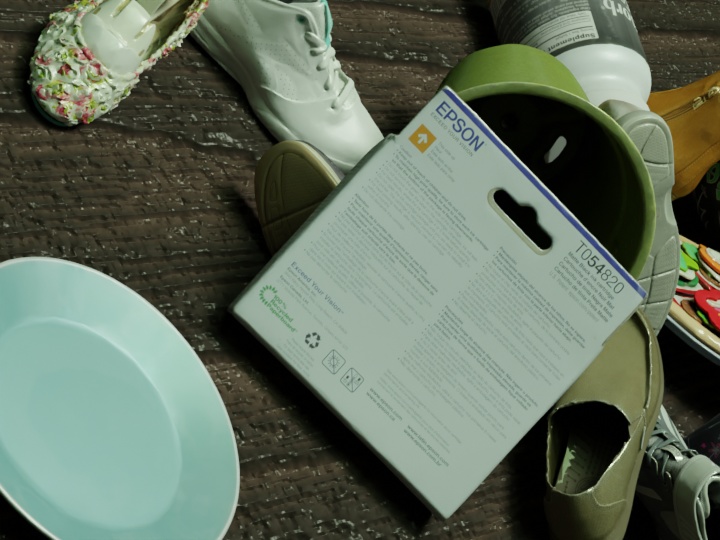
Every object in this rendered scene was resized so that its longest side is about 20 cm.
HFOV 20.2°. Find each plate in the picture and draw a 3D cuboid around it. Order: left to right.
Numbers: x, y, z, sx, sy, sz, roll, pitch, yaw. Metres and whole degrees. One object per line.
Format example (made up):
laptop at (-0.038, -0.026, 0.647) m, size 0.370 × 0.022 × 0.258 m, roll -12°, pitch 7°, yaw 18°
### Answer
plate at (-0.151, 0.083, 1.125) m, size 0.199 × 0.026 × 0.201 m, roll 31°, pitch 37°, yaw -27°

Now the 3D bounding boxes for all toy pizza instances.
toy pizza at (0.295, 0.021, 1.676) m, size 0.199 × 0.032 × 0.201 m, roll 29°, pitch 25°, yaw -15°

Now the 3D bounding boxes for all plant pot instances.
plant pot at (0.110, -0.075, 1.476) m, size 0.200 × 0.200 × 0.190 m, roll 41°, pitch 21°, yaw -15°

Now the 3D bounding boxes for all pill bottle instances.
pill bottle at (0.179, -0.178, 1.699) m, size 0.116 × 0.116 × 0.201 m, roll 21°, pitch 43°, yaw -38°

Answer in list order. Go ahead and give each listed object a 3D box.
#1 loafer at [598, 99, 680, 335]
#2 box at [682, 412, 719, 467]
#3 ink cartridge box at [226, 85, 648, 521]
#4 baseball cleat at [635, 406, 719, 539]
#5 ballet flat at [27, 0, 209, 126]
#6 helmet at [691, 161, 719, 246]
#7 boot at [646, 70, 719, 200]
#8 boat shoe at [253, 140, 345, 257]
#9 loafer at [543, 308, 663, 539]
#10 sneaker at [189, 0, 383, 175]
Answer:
loafer at (0.206, -0.035, 1.565) m, size 0.071 × 0.202 × 0.063 m, roll -10°, pitch 27°, yaw -19°
box at (0.350, 0.181, 1.545) m, size 0.114 × 0.132 × 0.201 m, roll -14°, pitch 68°, yaw -52°
ink cartridge box at (0.050, 0.020, 1.294) m, size 0.200 × 0.200 × 0.041 m, roll 45°, pitch -5°, yaw -10°
baseball cleat at (0.218, 0.129, 1.458) m, size 0.070 × 0.106 × 0.201 m, roll -36°, pitch 87°, yaw -19°
ballet flat at (-0.154, -0.163, 1.324) m, size 0.076 × 0.064 × 0.200 m, roll 45°, pitch 34°, yaw -10°
helmet at (0.393, -0.087, 1.806) m, size 0.198 × 0.191 × 0.202 m, roll 2°, pitch 62°, yaw -4°
boot at (0.270, -0.134, 1.729) m, size 0.071 × 0.144 × 0.202 m, roll 40°, pitch 27°, yaw -27°
boat shoe at (0.000, 0.000, 1.353) m, size 0.201 × 0.072 × 0.065 m, roll 56°, pitch 28°, yaw 0°
loafer at (0.169, 0.099, 1.407) m, size 0.068 × 0.075 × 0.202 m, roll 70°, pitch 25°, yaw -55°
sneaker at (-0.042, -0.152, 1.428) m, size 0.200 × 0.088 × 0.075 m, roll 45°, pitch 32°, yaw -10°
